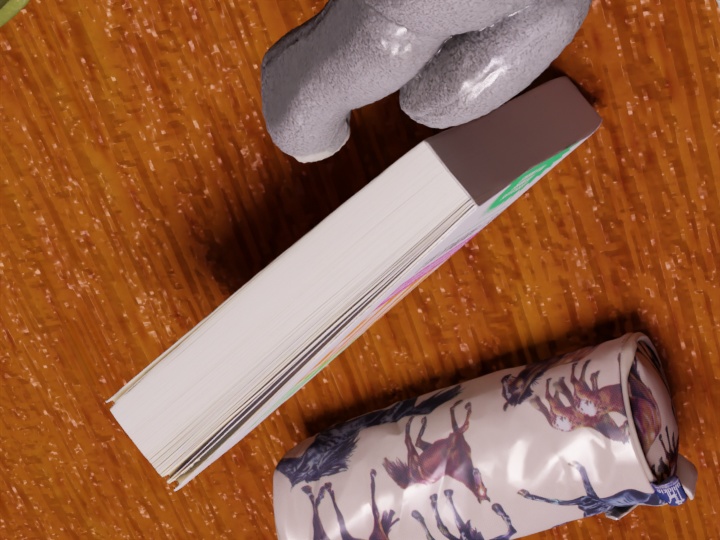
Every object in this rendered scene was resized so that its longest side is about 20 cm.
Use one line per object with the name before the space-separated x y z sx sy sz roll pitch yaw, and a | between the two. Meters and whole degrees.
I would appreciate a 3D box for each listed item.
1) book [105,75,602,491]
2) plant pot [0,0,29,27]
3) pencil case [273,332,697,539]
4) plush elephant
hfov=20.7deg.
book | 0.000 0.000 0.825 0.200 0.134 0.048 -42 84 33
plant pot | -0.223 -0.109 0.718 0.200 0.190 0.200 4 130 4
pencil case | 0.055 0.098 0.927 0.200 0.078 0.090 -19 110 20
plush elephant | 0.066 -0.137 0.703 0.155 0.165 0.200 -6 177 -35
